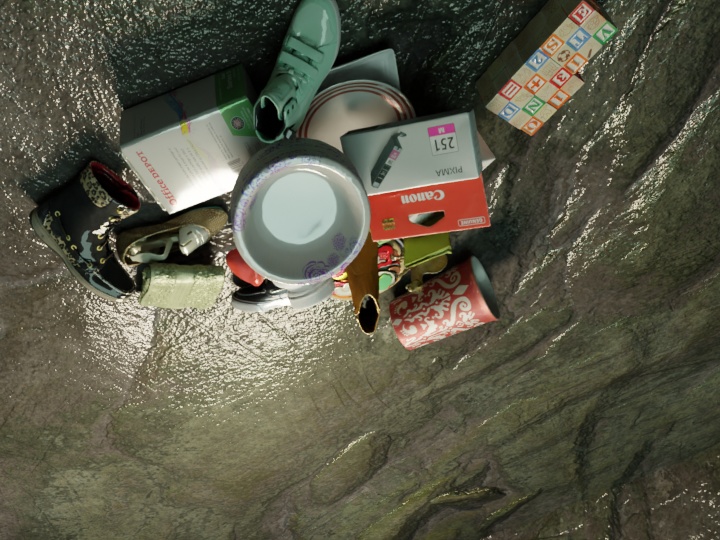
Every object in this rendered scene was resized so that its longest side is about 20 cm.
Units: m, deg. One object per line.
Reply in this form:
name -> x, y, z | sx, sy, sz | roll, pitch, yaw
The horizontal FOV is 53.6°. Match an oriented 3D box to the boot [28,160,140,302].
boot -> -0.399, -0.058, 1.113 | 0.149, 0.074, 0.201 | -36, 105, 21

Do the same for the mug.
mug -> 0.176, 0.084, 1.455 | 0.196, 0.136, 0.178 | -25, 139, 19

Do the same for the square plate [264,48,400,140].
square plate -> -0.029, -0.234, 1.088 | 0.195, 0.029, 0.200 | -16, 141, 2

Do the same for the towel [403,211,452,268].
towel -> 0.112, -0.059, 1.220 | 0.084, 0.201, 0.018 | -24, 111, 13

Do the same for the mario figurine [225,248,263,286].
mario figurine -> -0.144, -0.050, 1.257 | 0.195, 0.106, 0.127 | -17, 107, -13

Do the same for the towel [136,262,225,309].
towel -> -0.317, 0.033, 1.266 | 0.144, 0.038, 0.200 | 2, 160, -22

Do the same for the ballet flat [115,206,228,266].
ballet flat -> -0.313, -0.049, 1.191 | 0.195, 0.066, 0.071 | -17, 142, 3

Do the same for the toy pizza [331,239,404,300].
toy pizza -> 0.000, 0.000, 1.374 | 0.194, 0.032, 0.203 | -9, 141, -7

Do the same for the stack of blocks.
stack of blocks -> 0.281, -0.311, 1.065 | 0.113, 0.060, 0.200 | 18, 131, -34

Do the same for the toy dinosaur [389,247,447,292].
toy dinosaur -> 0.119, -0.036, 1.315 | 0.099, 0.202, 0.059 | 21, 153, 24

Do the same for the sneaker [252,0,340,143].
sneaker -> -0.083, -0.261, 0.937 | 0.072, 0.119, 0.204 | 22, 117, 0

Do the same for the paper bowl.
paper bowl -> -0.088, -0.090, 1.022 | 0.195, 0.105, 0.206 | -6, 121, -10

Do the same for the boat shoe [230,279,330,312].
boat shoe -> -0.151, 0.027, 1.333 | 0.194, 0.072, 0.069 | -6, 119, 8

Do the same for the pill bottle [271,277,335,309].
pill bottle -> -0.115, -0.046, 1.154 | 0.106, 0.109, 0.204 | -20, 108, 9

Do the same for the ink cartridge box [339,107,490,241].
ink cartridge box -> 0.081, -0.130, 1.041 | 0.195, 0.044, 0.178 | -6, 109, 21

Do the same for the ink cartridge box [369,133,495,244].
ink cartridge box -> 0.102, -0.144, 1.141 | 0.199, 0.085, 0.145 | -41, 171, 30

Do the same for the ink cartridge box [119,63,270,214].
ink cartridge box -> -0.228, -0.187, 1.036 | 0.195, 0.089, 0.146 | -21, 141, 5

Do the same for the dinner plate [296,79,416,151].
dinner plate -> -0.011, -0.209, 1.082 | 0.194, 0.025, 0.203 | -9, 140, -7

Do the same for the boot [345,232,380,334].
boot -> 0.006, -0.005, 1.250 | 0.069, 0.145, 0.206 | -9, 123, -1
